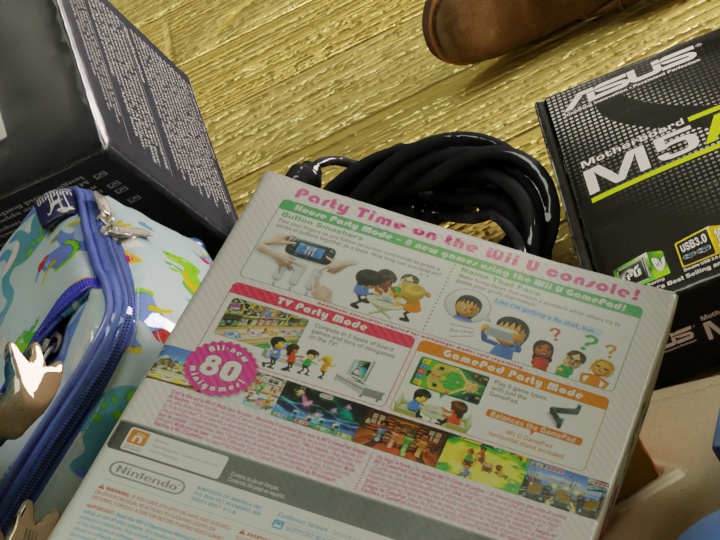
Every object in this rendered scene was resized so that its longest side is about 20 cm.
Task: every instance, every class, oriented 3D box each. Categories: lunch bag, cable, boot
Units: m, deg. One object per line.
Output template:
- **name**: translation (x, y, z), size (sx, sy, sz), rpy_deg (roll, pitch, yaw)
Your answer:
- **lunch bag**: translation (-0.122, 0.076, 0.778), size (0.201, 0.082, 0.161), rpy_deg (-56, 25, 13)
- **cable**: translation (0.000, 0.000, 0.919), size (0.163, 0.051, 0.199), rpy_deg (-40, 31, -23)
- **boot**: translation (0.124, -0.162, 1.072), size (0.199, 0.074, 0.075), rpy_deg (-30, 37, -11)

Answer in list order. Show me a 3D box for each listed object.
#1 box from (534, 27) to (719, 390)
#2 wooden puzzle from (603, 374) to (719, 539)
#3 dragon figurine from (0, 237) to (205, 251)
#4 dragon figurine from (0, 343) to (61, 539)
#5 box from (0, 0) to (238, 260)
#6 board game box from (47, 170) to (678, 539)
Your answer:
- **box**: translation (0.179, -0.049, 0.845), size (0.198, 0.048, 0.194), rpy_deg (-21, 31, 10)
- **wooden puzzle**: translation (0.100, 0.086, 0.685), size (0.198, 0.047, 0.186), rpy_deg (-12, 31, 27)
- **dragon figurine**: translation (-0.130, 0.048, 0.924), size (0.200, 0.099, 0.059), rpy_deg (124, 165, -46)
- **dragon figurine**: translation (-0.144, 0.082, 0.664), size (0.099, 0.059, 0.201), rpy_deg (-37, 48, 37)
- **box**: translation (-0.160, -0.047, 0.968), size (0.147, 0.200, 0.108), rpy_deg (-23, 72, 8)
- **board game box**: translation (0.000, 0.071, 0.629), size (0.146, 0.065, 0.201), rpy_deg (17, 46, 12)
